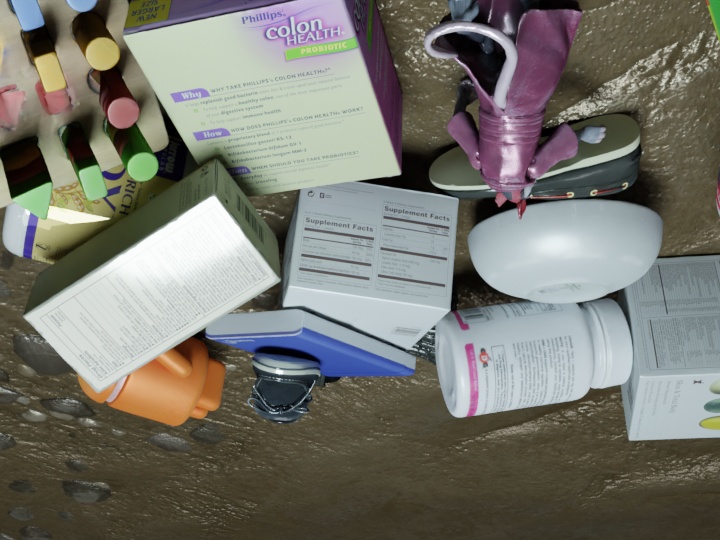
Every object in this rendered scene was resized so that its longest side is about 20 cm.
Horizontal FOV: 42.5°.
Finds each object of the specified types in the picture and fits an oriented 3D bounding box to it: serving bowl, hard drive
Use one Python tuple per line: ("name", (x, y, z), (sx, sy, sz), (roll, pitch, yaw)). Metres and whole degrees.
("serving bowl", (0.208, -0.008, 0.941), (0.195, 0.067, 0.200), (0, 165, 0))
("hard drive", (-0.048, 0.081, 0.977), (0.130, 0.026, 0.199), (-5, 161, 36))

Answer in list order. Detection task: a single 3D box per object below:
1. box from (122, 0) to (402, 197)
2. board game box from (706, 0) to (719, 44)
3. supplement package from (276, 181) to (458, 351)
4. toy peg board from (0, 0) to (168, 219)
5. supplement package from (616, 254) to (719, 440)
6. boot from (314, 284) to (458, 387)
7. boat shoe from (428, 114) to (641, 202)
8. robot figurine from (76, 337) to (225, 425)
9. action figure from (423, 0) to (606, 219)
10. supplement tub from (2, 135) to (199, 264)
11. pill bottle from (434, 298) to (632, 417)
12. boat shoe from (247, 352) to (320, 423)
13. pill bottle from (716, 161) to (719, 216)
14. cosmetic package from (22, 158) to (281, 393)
("box", (-0.069, -0.167, 0.767), (0.172, 0.098, 0.201), (-7, 144, 14))
("board game box", (0.359, -0.233, 0.688), (0.197, 0.048, 0.102), (-18, 139, 25))
("supplement package", (0.000, 0.000, 0.935), (0.152, 0.113, 0.200), (8, 164, -7))
("toy peg board", (-0.252, -0.133, 0.695), (0.197, 0.098, 0.202), (-23, 130, -16))
("supplement package", (0.397, 0.087, 1.040), (0.196, 0.153, 0.153), (-3, 144, 8))
("boot", (0.024, 0.083, 1.122), (0.154, 0.081, 0.212), (9, 144, -9))
("boat shoe", (0.165, -0.092, 0.874), (0.197, 0.075, 0.064), (-9, 135, 9))
("robot figurine", (-0.270, 0.124, 1.170), (0.197, 0.118, 0.144), (22, -175, -25))
("action figure", (0.130, -0.128, 0.760), (0.131, 0.149, 0.203), (5, 122, 18))
("supplement tub", (-0.223, -0.064, 0.879), (0.196, 0.148, 0.146), (14, 143, -16))
("pill bottle", (0.188, 0.091, 1.017), (0.196, 0.115, 0.114), (-7, 146, -7))
("boat shoe", (-0.083, 0.130, 1.002), (0.073, 0.064, 0.200), (9, 164, -2))
("pill bottle", (0.382, -0.086, 0.828), (0.117, 0.121, 0.201), (-6, 143, 12))
("cosmetic package", (-0.176, 0.006, 0.799), (0.198, 0.074, 0.104), (-29, 121, 10))
